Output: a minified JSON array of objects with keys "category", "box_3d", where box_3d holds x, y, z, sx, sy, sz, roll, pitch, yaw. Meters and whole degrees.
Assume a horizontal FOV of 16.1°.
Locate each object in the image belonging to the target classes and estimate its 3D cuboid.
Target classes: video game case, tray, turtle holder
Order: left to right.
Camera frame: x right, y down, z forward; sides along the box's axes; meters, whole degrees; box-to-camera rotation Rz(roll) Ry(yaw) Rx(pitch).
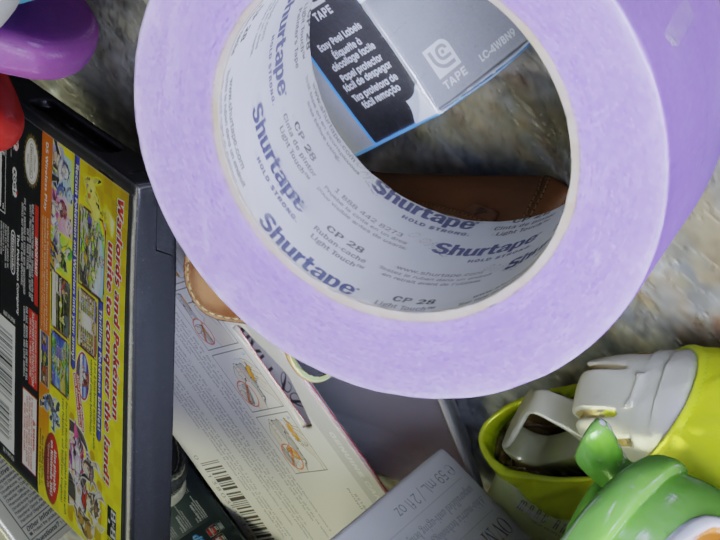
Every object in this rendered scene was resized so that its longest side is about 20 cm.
[{"category":"video game case","box_3d":[-0.139,0.025,1.231,0.181,0.025,0.201,34,126,54]},{"category":"tray","box_3d":[-0.015,0.049,1.259,0.200,0.022,0.108,16,138,47]},{"category":"turtle holder","box_3d":[0.107,0.161,0.959,0.131,0.141,0.186,31,132,17]}]

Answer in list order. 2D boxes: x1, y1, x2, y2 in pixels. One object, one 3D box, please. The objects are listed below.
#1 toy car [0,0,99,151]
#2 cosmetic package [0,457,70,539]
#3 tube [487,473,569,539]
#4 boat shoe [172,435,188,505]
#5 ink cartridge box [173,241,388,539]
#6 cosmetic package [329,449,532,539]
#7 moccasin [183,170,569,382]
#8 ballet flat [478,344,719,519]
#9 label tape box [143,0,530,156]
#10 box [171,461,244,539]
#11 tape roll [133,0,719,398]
[{"category":"toy car","box_3d":[-0.193,-0.123,1.163,0.150,0.200,0.175,27,-154,-30]},{"category":"cosmetic package","box_3d":[-0.231,0.069,1.514,0.200,0.105,0.071,57,152,-9]},{"category":"tube","box_3d":[0.072,0.146,1.219,0.200,0.058,0.052,120,137,-58]},{"category":"boat shoe","box_3d":[-0.146,0.037,1.342,0.201,0.072,0.068,62,151,26]},{"category":"ink cartridge box","box_3d":[-0.054,0.047,1.242,0.200,0.045,0.176,55,152,-9]},{"category":"cosmetic package","box_3d":[0.034,0.210,1.075,0.200,0.199,0.123,46,117,6]},{"category":"moccasin","box_3d":[0.000,0.002,1.070,0.201,0.078,0.074,4,116,38]},{"category":"ballet flat","box_3d":[0.106,0.065,1.040,0.067,0.067,0.200,29,159,-15]},{"category":"label tape box","box_3d":[-0.040,-0.140,1.018,0.200,0.066,0.143,53,151,-8]},{"category":"box","box_3d":[-0.089,0.160,1.397,0.200,0.046,0.159,48,167,44]},{"category":"tape roll","box_3d":[0.026,-0.061,0.906,0.199,0.085,0.201,11,119,20]}]
